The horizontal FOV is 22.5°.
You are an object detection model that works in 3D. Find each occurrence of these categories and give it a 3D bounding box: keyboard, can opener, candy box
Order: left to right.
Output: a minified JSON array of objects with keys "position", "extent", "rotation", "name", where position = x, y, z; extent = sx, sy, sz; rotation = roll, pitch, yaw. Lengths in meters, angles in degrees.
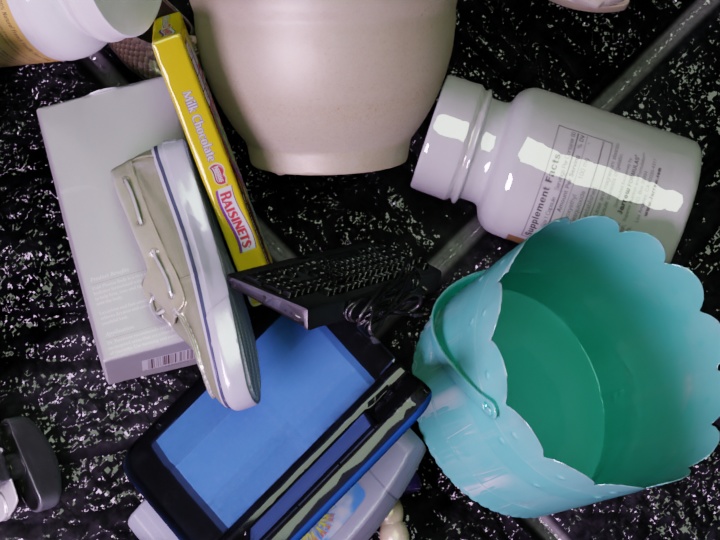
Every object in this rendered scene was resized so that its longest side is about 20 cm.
[{"position":[-0.281,0.088,1.319],"extent":[0.066,0.053,0.202],"rotation":[-14,78,-43],"name":"can opener"},{"position":[-0.104,-0.082,1.297],"extent":[0.026,0.102,0.202],"rotation":[-20,108,-2],"name":"candy box"},{"position":[0.000,0.000,1.278],"extent":[0.104,0.199,0.040],"rotation":[27,111,24],"name":"keyboard"}]

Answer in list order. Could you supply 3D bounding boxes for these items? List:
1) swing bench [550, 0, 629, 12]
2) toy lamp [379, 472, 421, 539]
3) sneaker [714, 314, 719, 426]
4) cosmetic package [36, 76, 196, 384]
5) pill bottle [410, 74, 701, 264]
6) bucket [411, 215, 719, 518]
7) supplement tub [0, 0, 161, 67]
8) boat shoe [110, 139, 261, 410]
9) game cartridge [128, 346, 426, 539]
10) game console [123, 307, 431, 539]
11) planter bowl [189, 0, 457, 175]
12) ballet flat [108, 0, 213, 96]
[{"position":[0.168,-0.326,1.368],"extent":[0.128,0.199,0.202],"rotation":[7,76,-2],"name":"swing bench"},{"position":[0.031,0.215,1.305],"extent":[0.058,0.058,0.202],"rotation":[-14,80,-8],"name":"toy lamp"},{"position":[0.320,0.029,1.363],"extent":[0.082,0.072,0.202],"rotation":[18,76,-1],"name":"sneaker"},{"position":[-0.164,-0.030,1.332],"extent":[0.106,0.090,0.202],"rotation":[-13,75,-8],"name":"cosmetic package"},{"position":[0.144,-0.072,1.350],"extent":[0.198,0.114,0.115],"rotation":[19,76,0],"name":"pill bottle"},{"position":[0.142,0.073,1.274],"extent":[0.206,0.135,0.209],"rotation":[12,65,-28],"name":"bucket"},{"position":[-0.256,-0.220,1.305],"extent":[0.198,0.144,0.146],"rotation":[-2,75,23],"name":"supplement tub"},{"position":[-0.120,0.007,1.258],"extent":[0.062,0.072,0.202],"rotation":[-20,71,4],"name":"boat shoe"},{"position":[-0.056,0.159,1.288],"extent":[0.200,0.040,0.133],"rotation":[-44,69,-2],"name":"game cartridge"},{"position":[-0.063,0.111,1.229],"extent":[0.118,0.171,0.200],"rotation":[44,88,-2],"name":"game console"},{"position":[-0.024,-0.144,1.328],"extent":[0.198,0.200,0.136],"rotation":[-3,103,-5],"name":"planter bowl"},{"position":[-0.178,-0.210,1.382],"extent":[0.200,0.046,0.067],"rotation":[47,42,9],"name":"ballet flat"}]
